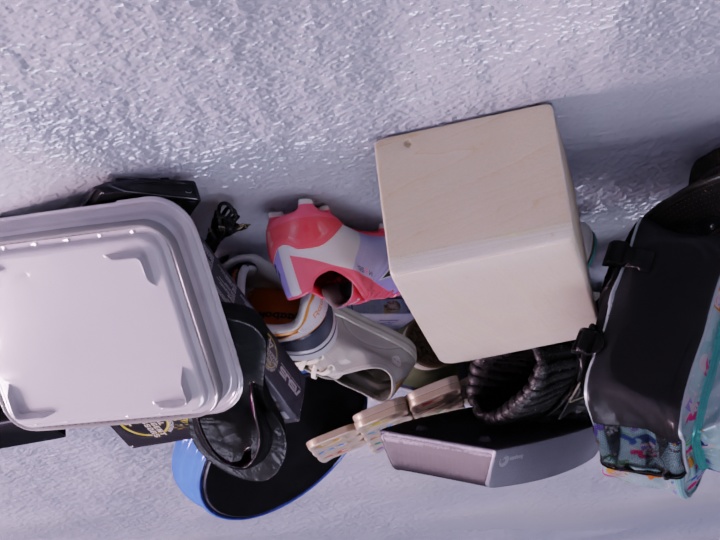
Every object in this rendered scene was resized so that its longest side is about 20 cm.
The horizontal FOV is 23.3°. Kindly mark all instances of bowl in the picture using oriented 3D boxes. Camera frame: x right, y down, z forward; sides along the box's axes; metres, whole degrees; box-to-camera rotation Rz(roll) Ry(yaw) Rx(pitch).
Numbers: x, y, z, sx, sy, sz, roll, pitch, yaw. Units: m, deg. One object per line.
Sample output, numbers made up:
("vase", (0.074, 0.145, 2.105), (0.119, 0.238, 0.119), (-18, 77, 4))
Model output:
("bowl", (-0.079, 0.150, 1.607), (0.199, 0.039, 0.202), (-26, 142, -23))

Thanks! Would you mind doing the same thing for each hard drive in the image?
("hard drive", (0.121, 0.151, 1.532), (0.134, 0.043, 0.199), (6, -173, 36))

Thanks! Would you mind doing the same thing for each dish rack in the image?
("dish rack", (-0.195, 0.042, 1.244), (0.198, 0.173, 0.044), (-6, -155, 22))

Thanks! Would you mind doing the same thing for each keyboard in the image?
("keyboard", (-0.159, -0.025, 1.307), (0.126, 0.021, 0.200), (6, 159, -21))

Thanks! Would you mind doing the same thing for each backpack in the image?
("backpack", (0.241, 0.076, 1.302), (0.149, 0.179, 0.200), (15, 156, 14))

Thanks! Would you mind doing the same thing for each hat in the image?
("hat", (0.301, -0.047, 1.343), (0.198, 0.082, 0.201), (1, 148, 0))

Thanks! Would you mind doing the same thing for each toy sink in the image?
("toy sink", (0.096, -0.025, 1.272), (0.129, 0.113, 0.200), (-11, 157, 10))

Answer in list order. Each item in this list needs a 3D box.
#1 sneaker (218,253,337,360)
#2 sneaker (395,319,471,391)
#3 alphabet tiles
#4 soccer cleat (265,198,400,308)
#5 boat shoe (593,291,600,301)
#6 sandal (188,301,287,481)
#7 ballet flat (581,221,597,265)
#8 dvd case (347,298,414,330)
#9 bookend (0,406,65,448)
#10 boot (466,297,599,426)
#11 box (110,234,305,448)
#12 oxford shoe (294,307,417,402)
("sneaker", (-0.121, 0.028, 1.394), (0.198, 0.079, 0.080), (-3, 149, 7))
("sneaker", (0.094, 0.074, 1.622), (0.199, 0.068, 0.090), (-2, 160, -39))
("alphabet tiles", (0.048, 0.133, 1.585), (0.194, 0.015, 0.200), (-21, 167, 0))
("soccer cleat", (0.000, 0.000, 1.358), (0.066, 0.077, 0.199), (-20, 158, 33))
("boat shoe", (0.192, 0.049, 1.602), (0.199, 0.073, 0.063), (2, 157, -42))
("sandal", (-0.099, 0.105, 1.307), (0.074, 0.048, 0.201), (1, 138, 6))
("ballet flat", (0.121, 0.007, 1.468), (0.069, 0.070, 0.200), (1, 161, -27))
("dvd case", (-0.060, 0.056, 1.596), (0.198, 0.018, 0.143), (0, 159, -26))
("bookend", (-0.336, 0.144, 1.450), (0.197, 0.202, 0.092), (-9, 163, 6))
("boot", (0.194, 0.050, 1.472), (0.157, 0.080, 0.212), (6, 122, -37))
("box", (-0.155, 0.054, 1.334), (0.160, 0.049, 0.201), (-12, 136, 21))
("oxford shoe", (-0.042, 0.058, 1.479), (0.199, 0.058, 0.075), (24, 152, -20))
